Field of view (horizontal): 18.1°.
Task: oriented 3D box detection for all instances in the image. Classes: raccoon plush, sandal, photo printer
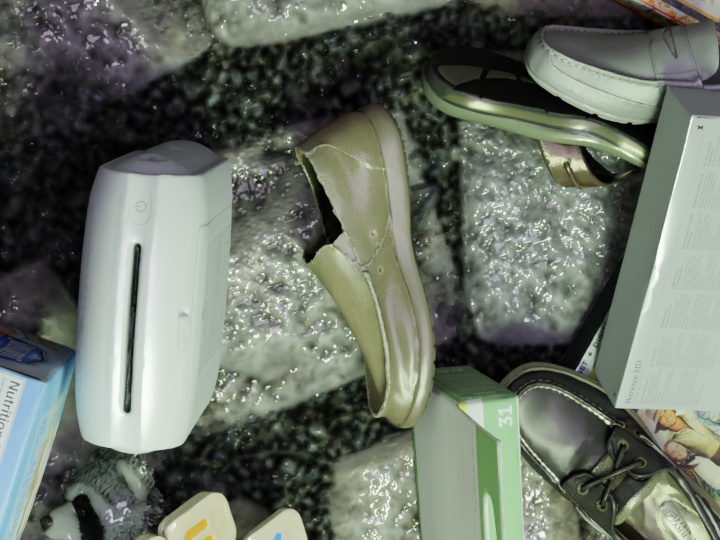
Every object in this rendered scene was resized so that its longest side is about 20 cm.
[{"bbox_3d":[-0.113,0.184,1.399,0.199,0.096,0.135,17,78,-46],"label":"raccoon plush"},{"bbox_3d":[0.126,-0.087,1.423,0.200,0.080,0.058,16,120,-15],"label":"sandal"},{"bbox_3d":[-0.118,0.013,1.292,0.069,0.200,0.168,5,97,2],"label":"photo printer"}]

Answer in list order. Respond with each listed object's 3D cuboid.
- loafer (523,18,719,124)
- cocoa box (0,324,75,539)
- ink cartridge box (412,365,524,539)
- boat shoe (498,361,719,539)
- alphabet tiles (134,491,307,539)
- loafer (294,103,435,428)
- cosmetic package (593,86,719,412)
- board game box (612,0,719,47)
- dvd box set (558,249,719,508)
[{"bbox_3d":[0.201,-0.127,1.401,0.199,0.070,0.070,8,130,-13],"label":"loafer"},{"bbox_3d":[-0.242,0.093,1.250,0.130,0.200,0.134,18,92,-3],"label":"cocoa box"},{"bbox_3d":[0.078,0.147,1.366,0.048,0.200,0.147,-6,100,-14],"label":"ink cartridge box"},{"bbox_3d":[0.168,0.132,1.429,0.200,0.065,0.073,37,96,-17],"label":"boat shoe"},{"bbox_3d":[-0.090,0.237,1.341,0.195,0.015,0.201,-36,119,-39],"label":"alphabet tiles"},{"bbox_3d":[0.000,0.000,1.395,0.067,0.076,0.201,-9,92,-12],"label":"loafer"},{"bbox_3d":[0.209,-0.011,1.395,0.082,0.051,0.201,3,117,-18],"label":"cosmetic package"},{"bbox_3d":[0.217,-0.229,1.434,0.199,0.046,0.152,26,90,-18],"label":"board game box"},{"bbox_3d":[0.222,0.096,1.489,0.199,0.029,0.147,31,89,-18],"label":"dvd box set"}]
